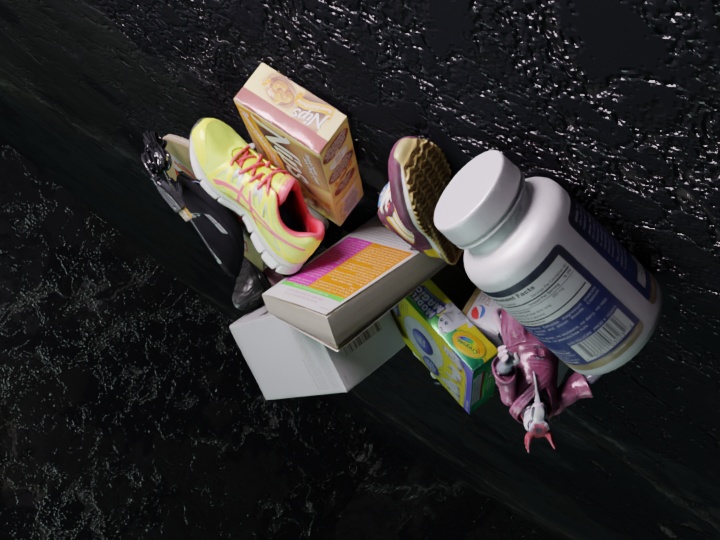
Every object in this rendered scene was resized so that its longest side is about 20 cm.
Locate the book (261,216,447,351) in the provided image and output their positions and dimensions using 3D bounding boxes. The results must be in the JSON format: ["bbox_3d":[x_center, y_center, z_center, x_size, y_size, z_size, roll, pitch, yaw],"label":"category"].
[{"bbox_3d":[0.000,0.000,1.030,0.133,0.199,0.049,20,136,48],"label":"book"}]

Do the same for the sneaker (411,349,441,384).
[{"bbox_3d":[0.122,0.117,1.295,0.128,0.081,0.197,9,-172,-46],"label":"sneaker"}]

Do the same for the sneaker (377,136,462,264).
[{"bbox_3d":[0.048,-0.072,0.913,0.089,0.076,0.201,20,161,28],"label":"sneaker"}]

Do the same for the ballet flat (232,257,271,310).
[{"bbox_3d":[-0.165,0.010,1.271,0.067,0.056,0.200,61,174,-13],"label":"ballet flat"}]

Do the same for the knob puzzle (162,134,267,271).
[{"bbox_3d":[-0.180,-0.103,1.119,0.219,0.030,0.221,39,160,17],"label":"knob puzzle"}]

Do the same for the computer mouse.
[{"bbox_3d":[-0.181,-0.073,1.031,0.202,0.046,0.141,59,-179,-20],"label":"computer mouse"}]

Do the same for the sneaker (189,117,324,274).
[{"bbox_3d":[-0.109,-0.095,1.004,0.201,0.078,0.090,50,138,-11],"label":"sneaker"}]

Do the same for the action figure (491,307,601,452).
[{"bbox_3d":[0.167,0.090,0.912,0.132,0.203,0.149,18,148,-16],"label":"action figure"}]

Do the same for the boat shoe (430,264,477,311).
[{"bbox_3d":[0.134,0.055,1.181,0.201,0.075,0.068,52,162,-24],"label":"boat shoe"}]

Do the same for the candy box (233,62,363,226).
[{"bbox_3d":[-0.063,-0.134,1.003,0.114,0.056,0.200,33,167,15],"label":"candy box"}]

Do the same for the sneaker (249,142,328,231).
[{"bbox_3d":[-0.110,-0.107,1.147,0.199,0.087,0.075,35,156,28],"label":"sneaker"}]

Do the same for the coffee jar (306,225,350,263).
[{"bbox_3d":[-0.090,-0.044,1.293,0.198,0.105,0.085,35,176,-8],"label":"coffee jar"}]

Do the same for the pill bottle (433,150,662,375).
[{"bbox_3d":[0.159,-0.009,0.778,0.199,0.112,0.111,39,166,-20],"label":"pill bottle"}]

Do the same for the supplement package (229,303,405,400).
[{"bbox_3d":[-0.060,0.084,1.164,0.198,0.116,0.119,-16,105,53],"label":"supplement package"}]

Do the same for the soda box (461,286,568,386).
[{"bbox_3d":[0.198,0.088,1.129,0.063,0.069,0.200,23,163,40],"label":"soda box"}]

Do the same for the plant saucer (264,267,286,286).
[{"bbox_3d":[-0.075,0.061,1.367,0.199,0.051,0.201,36,-177,-2],"label":"plant saucer"}]

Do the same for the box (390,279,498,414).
[{"bbox_3d":[0.086,0.068,1.099,0.200,0.048,0.118,49,162,29],"label":"box"}]
